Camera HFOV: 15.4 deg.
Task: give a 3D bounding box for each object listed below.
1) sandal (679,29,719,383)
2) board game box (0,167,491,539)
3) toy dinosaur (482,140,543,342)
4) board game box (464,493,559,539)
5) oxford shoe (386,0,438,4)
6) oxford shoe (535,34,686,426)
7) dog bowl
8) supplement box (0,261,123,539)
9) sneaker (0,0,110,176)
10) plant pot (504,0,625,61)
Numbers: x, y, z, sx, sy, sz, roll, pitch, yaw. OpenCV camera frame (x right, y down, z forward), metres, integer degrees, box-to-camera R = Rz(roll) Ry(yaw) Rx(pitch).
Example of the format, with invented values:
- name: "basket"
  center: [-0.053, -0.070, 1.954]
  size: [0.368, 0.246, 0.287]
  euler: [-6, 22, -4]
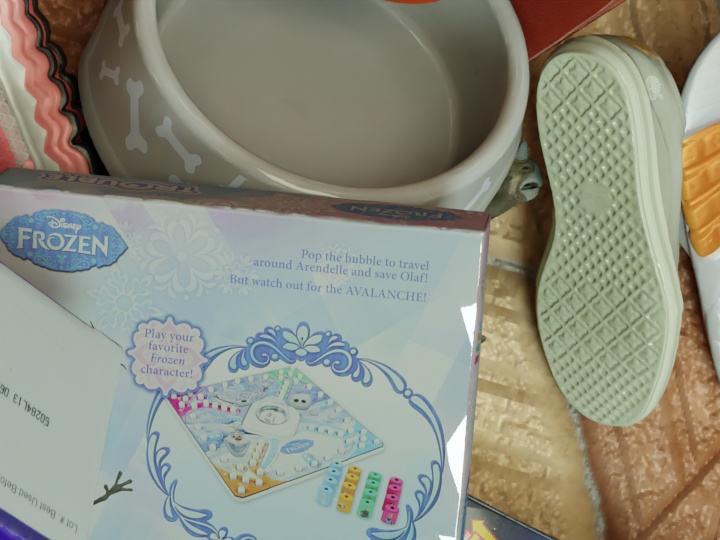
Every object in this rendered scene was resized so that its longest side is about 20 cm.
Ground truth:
- name: "sandal"
  center: [0.177, -0.030, 1.267]
  size: [0.079, 0.059, 0.207]
  euler: [-14, 118, -15]
- name: "board game box"
  center: [-0.054, 0.067, 1.074]
  size: [0.199, 0.043, 0.200]
  euler: [6, 105, 5]
- name: "toy dinosaur"
  center: [0.000, 0.000, 1.176]
  size: [0.200, 0.077, 0.103]
  euler: [-25, 105, -45]
- name: "board game box"
  center: [0.060, 0.192, 1.226]
  size: [0.200, 0.062, 0.200]
  euler: [42, 82, -13]
- name: "oxford shoe"
  center: [-0.045, -0.175, 1.116]
  size: [0.200, 0.073, 0.071]
  euler: [22, 128, -14]
- name: "oxford shoe"
  center: [0.119, -0.020, 1.219]
  size: [0.058, 0.075, 0.201]
  euler: [-40, 133, -49]
- name: "dog bowl"
  center: [-0.018, -0.087, 1.139]
  size: [0.199, 0.059, 0.201]
  euler: [10, 56, -15]
- name: "supplement box"
  center: [-0.202, 0.068, 1.014]
  size: [0.101, 0.200, 0.104]
  euler: [40, 46, -40]
- name: "sneaker"
  center: [-0.178, -0.101, 1.127]
  size: [0.087, 0.074, 0.201]
  euler: [-21, 92, 3]
- name: "plant pot"
  center: [0.114, -0.222, 1.172]
  size: [0.200, 0.200, 0.176]
  euler: [-34, 91, -16]
